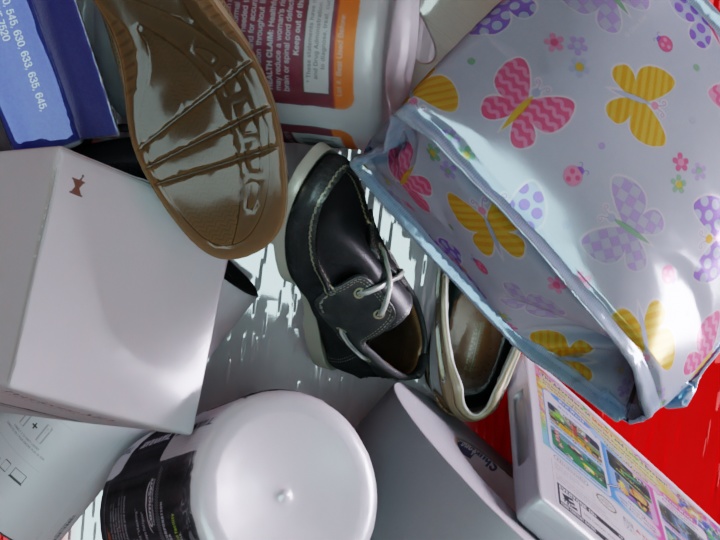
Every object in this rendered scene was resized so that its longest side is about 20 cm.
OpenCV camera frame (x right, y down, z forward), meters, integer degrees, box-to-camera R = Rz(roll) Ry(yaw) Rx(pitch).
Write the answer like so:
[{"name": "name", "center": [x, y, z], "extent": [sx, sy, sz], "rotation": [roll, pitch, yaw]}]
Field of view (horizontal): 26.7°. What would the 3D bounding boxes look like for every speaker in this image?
[{"name": "speaker", "center": [-0.149, 0.063, 0.892], "extent": [0.081, 0.081, 0.201], "rotation": [38, 95, -11]}]

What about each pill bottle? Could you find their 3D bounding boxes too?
[{"name": "pill bottle", "center": [-0.080, 0.131, 0.832], "extent": [0.105, 0.200, 0.108], "rotation": [7, 74, -26]}, {"name": "pill bottle", "center": [-0.074, -0.131, 0.825], "extent": [0.198, 0.114, 0.116], "rotation": [7, 101, 11]}]

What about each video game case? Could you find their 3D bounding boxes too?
[{"name": "video game case", "center": [0.164, 0.154, 0.890], "extent": [0.200, 0.182, 0.024], "rotation": [41, 108, -12]}]

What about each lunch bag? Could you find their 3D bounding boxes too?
[{"name": "lunch bag", "center": [0.122, -0.044, 0.761], "extent": [0.200, 0.127, 0.170], "rotation": [44, 72, -1]}]

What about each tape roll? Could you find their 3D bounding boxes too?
[{"name": "tape roll", "center": [0.072, 0.156, 0.871], "extent": [0.200, 0.200, 0.066], "rotation": [41, 95, -12]}]

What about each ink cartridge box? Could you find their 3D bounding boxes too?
[{"name": "ink cartridge box", "center": [-0.210, -0.152, 0.787], "extent": [0.047, 0.199, 0.200], "rotation": [-23, 103, -27]}]

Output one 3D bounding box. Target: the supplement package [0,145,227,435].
[{"name": "supplement package", "center": [-0.180, 0.012, 0.792], "extent": [0.116, 0.199, 0.119], "rotation": [22, 74, -43]}]

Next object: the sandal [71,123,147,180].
[{"name": "sandal", "center": [-0.125, -0.058, 0.832], "extent": [0.076, 0.198, 0.043], "rotation": [41, 59, -47]}]

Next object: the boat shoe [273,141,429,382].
[{"name": "boat shoe", "center": [0.000, 0.000, 0.844], "extent": [0.067, 0.201, 0.072], "rotation": [22, 64, 22]}]

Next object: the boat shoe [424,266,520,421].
[{"name": "boat shoe", "center": [0.082, -0.008, 0.907], "extent": [0.074, 0.068, 0.202], "rotation": [4, 101, -7]}]

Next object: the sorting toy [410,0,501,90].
[{"name": "sorting toy", "center": [0.043, -0.199, 0.856], "extent": [0.199, 0.107, 0.181], "rotation": [34, 109, -10]}]

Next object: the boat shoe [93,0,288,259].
[{"name": "boat shoe", "center": [-0.085, -0.104, 0.741], "extent": [0.071, 0.065, 0.202], "rotation": [-20, 94, 5]}]
